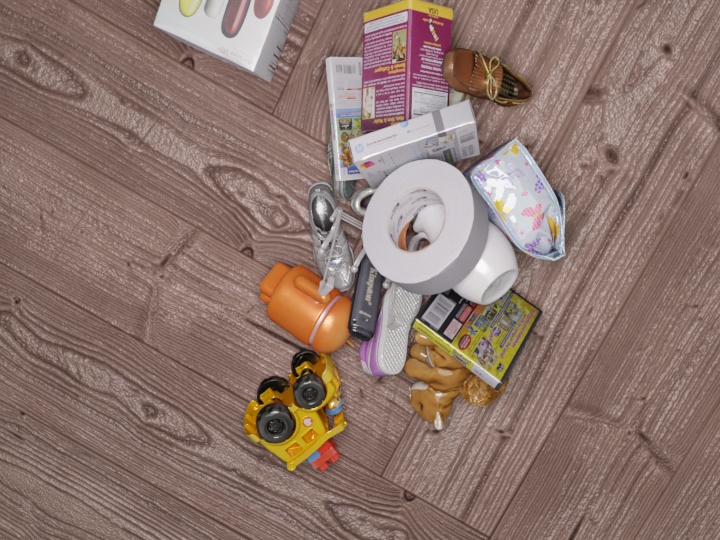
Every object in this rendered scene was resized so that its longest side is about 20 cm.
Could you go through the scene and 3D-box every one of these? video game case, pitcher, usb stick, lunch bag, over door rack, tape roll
[{"bbox_3d":[0.008,-0.265,1.227,0.140,0.018,0.206,-11,100,-36],"label":"video game case"},{"bbox_3d":[0.162,-0.026,1.184,0.201,0.119,0.174,52,137,30],"label":"pitcher"},{"bbox_3d":[0.205,0.083,1.217,0.179,0.200,0.026,35,138,9],"label":"video game case"},{"bbox_3d":[0.015,0.026,1.247,0.055,0.032,0.204,27,56,-25],"label":"usb stick"},{"bbox_3d":[0.270,-0.111,1.199,0.126,0.170,0.202,-34,93,4],"label":"lunch bag"},{"bbox_3d":[0.000,0.000,1.181,0.145,0.203,0.067,26,131,-18],"label":"over door rack"},{"bbox_3d":[0.101,-0.069,1.110,0.196,0.066,0.206,-13,66,29],"label":"tape roll"}]

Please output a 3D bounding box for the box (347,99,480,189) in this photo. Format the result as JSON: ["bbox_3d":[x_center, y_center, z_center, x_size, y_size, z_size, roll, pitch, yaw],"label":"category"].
[{"bbox_3d":[0.092,-0.198,1.134,0.195,0.156,0.042,-18,77,10],"label":"box"}]

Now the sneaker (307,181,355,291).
[{"bbox_3d":[-0.062,-0.057,1.274,0.073,0.082,0.205,-16,97,6],"label":"sneaker"}]

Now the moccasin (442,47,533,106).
[{"bbox_3d":[0.212,-0.316,1.164,0.198,0.077,0.076,17,87,-40],"label":"moccasin"}]

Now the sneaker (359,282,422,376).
[{"bbox_3d":[0.045,0.095,1.296,0.072,0.114,0.205,27,68,-21],"label":"sneaker"}]

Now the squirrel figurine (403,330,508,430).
[{"bbox_3d":[0.174,0.194,1.272,0.194,0.142,0.192,11,106,5],"label":"squirrel figurine"}]

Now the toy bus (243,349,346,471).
[{"bbox_3d":[-0.091,0.272,1.311,0.199,0.136,0.193,-40,107,6],"label":"toy bus"}]

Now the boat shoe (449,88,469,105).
[{"bbox_3d":[0.141,-0.266,1.232,0.074,0.074,0.205,21,99,0],"label":"boat shoe"}]

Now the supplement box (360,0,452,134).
[{"bbox_3d":[0.076,-0.332,1.178,0.101,0.129,0.206,-2,98,-38],"label":"supplement box"}]

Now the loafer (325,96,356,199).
[{"bbox_3d":[-0.035,-0.232,1.262,0.061,0.072,0.206,8,93,22],"label":"loafer"}]

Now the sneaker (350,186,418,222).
[{"bbox_3d":[0.078,-0.117,1.247,0.194,0.100,0.077,-5,96,3],"label":"sneaker"}]

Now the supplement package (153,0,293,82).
[{"bbox_3d":[-0.213,-0.461,1.191,0.187,0.147,0.204,23,99,0],"label":"supplement package"}]

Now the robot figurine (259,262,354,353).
[{"bbox_3d":[-0.090,0.071,1.271,0.198,0.116,0.146,33,115,12],"label":"robot figurine"}]
